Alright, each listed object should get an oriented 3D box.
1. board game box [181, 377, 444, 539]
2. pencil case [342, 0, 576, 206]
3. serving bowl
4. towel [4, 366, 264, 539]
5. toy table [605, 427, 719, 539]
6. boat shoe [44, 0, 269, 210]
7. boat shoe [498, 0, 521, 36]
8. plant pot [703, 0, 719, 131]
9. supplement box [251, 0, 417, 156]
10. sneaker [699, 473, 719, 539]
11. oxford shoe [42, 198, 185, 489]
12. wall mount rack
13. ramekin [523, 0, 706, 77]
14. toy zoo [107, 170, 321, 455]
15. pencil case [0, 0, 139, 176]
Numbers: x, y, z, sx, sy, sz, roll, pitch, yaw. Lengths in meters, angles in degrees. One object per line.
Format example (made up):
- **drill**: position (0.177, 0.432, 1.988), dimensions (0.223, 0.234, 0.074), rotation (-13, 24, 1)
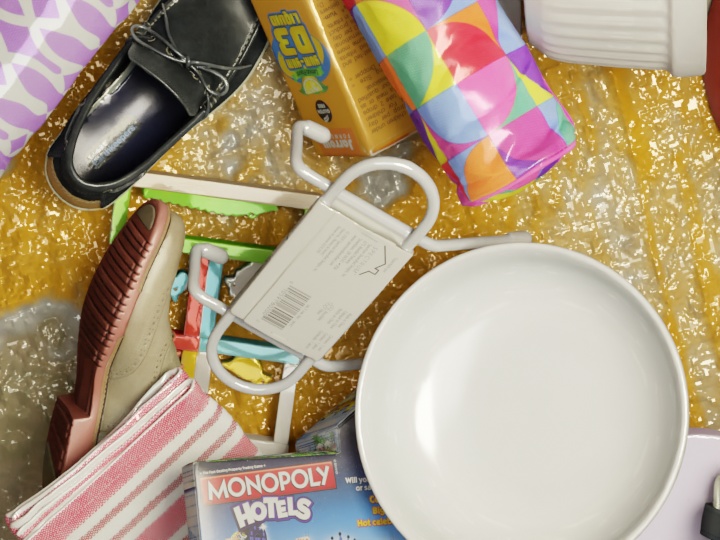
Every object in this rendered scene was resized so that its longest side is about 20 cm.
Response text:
- **board game box**: position (-0.018, 0.162, 1.534), dimensions (0.199, 0.062, 0.201), rotation (-1, 78, -28)
- **pencil case**: position (0.049, -0.136, 1.455), dimensions (0.088, 0.088, 0.201), rotation (-28, 91, 1)
- **serving bowl**: position (0.100, 0.086, 1.501), dimensions (0.199, 0.066, 0.201), rotation (-1, 85, 16)
- **towel**: position (-0.109, 0.166, 1.566), dimensions (0.146, 0.030, 0.200), rotation (-41, 127, -3)
- **toy table**: position (0.233, 0.165, 1.582), dimensions (0.184, 0.117, 0.200), rotation (-43, 99, 3)
- **boat shoe**: position (-0.114, -0.119, 1.537), dimensions (0.075, 0.062, 0.200), rotation (42, 82, -7)
- **boat shoe**: position (0.053, -0.178, 1.539), dimensions (0.086, 0.075, 0.203), rotation (2, 96, -4)
- **plant pot**: position (0.316, -0.122, 1.511), dimensions (0.199, 0.177, 0.201), rotation (-1, 99, -4)
- **supplement box**: position (-0.024, -0.169, 1.522), dimensions (0.069, 0.066, 0.201), rotation (-34, 108, -27)
- **sneaker**: position (0.230, 0.165, 1.485), dimensions (0.079, 0.078, 0.200), rotation (34, 84, -14)
- **oxford shoe**: position (-0.135, 0.053, 1.552), dimensions (0.074, 0.070, 0.201), rotation (13, 108, -21)
- **wall mount rack**: position (0.000, 0.000, 1.525), dimensions (0.173, 0.075, 0.200), rotation (29, 124, -20)
- **ramekin**: position (0.148, -0.212, 1.482), dimensions (0.105, 0.200, 0.201), rotation (-1, 99, 7)
- **toy zoo**: position (-0.101, 0.042, 1.591), dimensions (0.131, 0.020, 0.201), rotation (8, 98, -4)
- **pencil case**: position (-0.195, -0.142, 1.524), dimensions (0.084, 0.085, 0.200), rotation (42, 97, 12)
